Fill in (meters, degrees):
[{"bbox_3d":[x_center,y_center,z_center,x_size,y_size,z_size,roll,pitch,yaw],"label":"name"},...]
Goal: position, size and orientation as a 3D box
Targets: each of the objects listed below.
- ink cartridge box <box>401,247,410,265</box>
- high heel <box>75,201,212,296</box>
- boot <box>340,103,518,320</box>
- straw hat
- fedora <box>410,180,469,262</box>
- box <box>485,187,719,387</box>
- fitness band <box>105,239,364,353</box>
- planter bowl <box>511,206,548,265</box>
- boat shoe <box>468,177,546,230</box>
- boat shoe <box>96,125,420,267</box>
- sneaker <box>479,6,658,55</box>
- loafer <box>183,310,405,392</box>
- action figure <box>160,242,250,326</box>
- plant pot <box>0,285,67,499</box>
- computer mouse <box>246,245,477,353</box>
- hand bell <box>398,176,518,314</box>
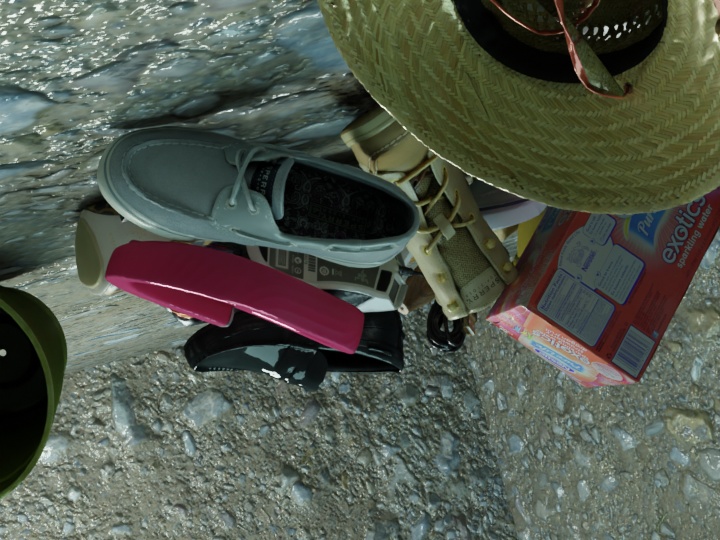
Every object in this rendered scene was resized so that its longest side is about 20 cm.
[{"bbox_3d":[0.027,-0.040,0.992,0.118,0.067,0.200,-55,178,-4],"label":"ink cartridge box"},{"bbox_3d":[-0.139,-0.031,0.827,0.141,0.073,0.200,-10,167,-31],"label":"high heel"},{"bbox_3d":[0.053,-0.044,0.749,0.072,0.157,0.200,-29,177,0],"label":"boot"},{"bbox_3d":[0.082,-0.118,0.409,0.086,0.200,0.200,-58,-163,-25],"label":"straw hat"},{"bbox_3d":[0.081,-0.060,1.207,0.197,0.083,0.201,-17,-179,0],"label":"fedora"},{"bbox_3d":[0.191,-0.025,0.795,0.202,0.102,0.095,-60,-174,-13],"label":"box"},{"bbox_3d":[-0.084,0.019,0.737,0.142,0.038,0.199,10,170,38],"label":"fitness band"},{"bbox_3d":[0.207,-0.044,0.972,0.198,0.084,0.201,-25,-171,4],"label":"planter bowl"},{"bbox_3d":[0.145,-0.105,0.907,0.200,0.087,0.074,-29,-153,-32],"label":"boat shoe"},{"bbox_3d":[-0.056,-0.049,0.646,0.198,0.071,0.071,12,165,-19],"label":"boat shoe"},{"bbox_3d":[0.079,-0.121,0.507,0.114,0.077,0.200,-11,175,-20],"label":"sneaker"},{"bbox_3d":[-0.049,0.066,0.898,0.198,0.071,0.068,-5,159,-28],"label":"loafer"},{"bbox_3d":[-0.103,0.022,0.930,0.197,0.106,0.193,12,175,18],"label":"action figure"},{"bbox_3d":[-0.354,0.093,0.975,0.197,0.204,0.193,-16,-172,0],"label":"plant pot"},{"bbox_3d":[0.000,0.000,0.841,0.197,0.111,0.044,14,146,-18],"label":"computer mouse"},{"bbox_3d":[0.097,-0.027,1.019,0.200,0.105,0.104,-45,-167,-33],"label":"hand bell"}]
